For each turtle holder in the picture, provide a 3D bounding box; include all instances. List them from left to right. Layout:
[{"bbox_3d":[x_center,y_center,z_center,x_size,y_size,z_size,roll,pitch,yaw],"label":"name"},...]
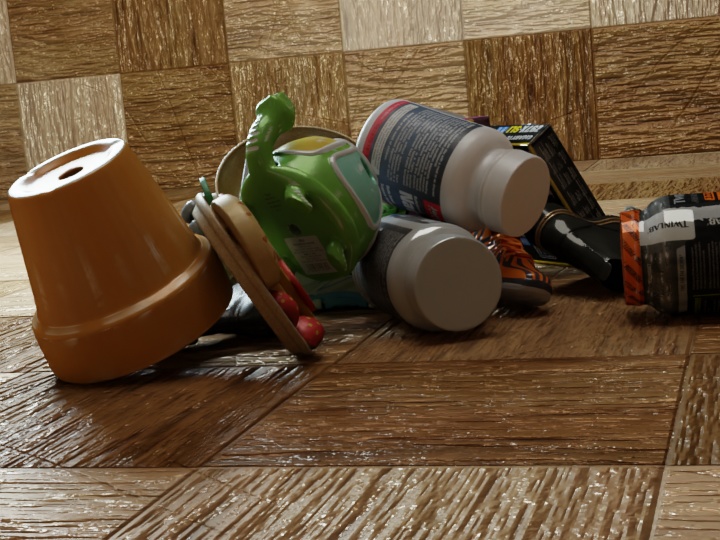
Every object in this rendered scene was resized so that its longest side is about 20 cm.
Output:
[{"bbox_3d":[-0.059,-0.083,1.445,0.132,0.185,0.141,-51,1,-36],"label":"turtle holder"}]

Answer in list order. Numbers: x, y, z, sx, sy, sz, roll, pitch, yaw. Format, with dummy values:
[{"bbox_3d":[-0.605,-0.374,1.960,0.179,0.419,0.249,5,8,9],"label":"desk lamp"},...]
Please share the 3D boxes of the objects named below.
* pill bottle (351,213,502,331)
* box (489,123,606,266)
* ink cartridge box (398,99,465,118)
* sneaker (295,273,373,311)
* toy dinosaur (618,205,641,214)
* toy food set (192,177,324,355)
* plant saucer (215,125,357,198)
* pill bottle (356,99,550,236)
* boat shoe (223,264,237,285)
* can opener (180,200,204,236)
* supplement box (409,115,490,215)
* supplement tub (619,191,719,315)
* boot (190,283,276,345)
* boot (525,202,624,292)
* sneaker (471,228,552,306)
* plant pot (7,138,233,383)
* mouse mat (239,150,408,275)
[{"bbox_3d":[0.069,0.003,1.439,0.113,0.115,0.200,-7,9,-15],"label":"pill bottle"},{"bbox_3d":[0.227,-0.095,1.743,0.049,0.200,0.159,-43,24,-18],"label":"box"},{"bbox_3d":[0.061,-0.126,1.816,0.099,0.201,0.039,10,34,-21],"label":"ink cartridge box"},{"bbox_3d":[0.000,0.000,1.604,0.199,0.087,0.075,-3,7,7],"label":"sneaker"},{"bbox_3d":[0.439,-0.047,1.773,0.199,0.077,0.102,10,28,44],"label":"toy dinosaur"},{"bbox_3d":[-0.100,-0.004,1.343,0.049,0.200,0.198,-36,25,-3],"label":"toy food set"},{"bbox_3d":[-0.074,-0.096,1.642,0.199,0.036,0.201,0,46,0],"label":"plant saucer"},{"bbox_3d":[0.102,-0.109,1.505,0.199,0.120,0.119,23,24,37],"label":"pill bottle"},{"bbox_3d":[-0.216,0.021,1.607,0.199,0.072,0.062,-23,26,18],"label":"boat shoe"},{"bbox_3d":[-0.133,-0.049,1.675,0.199,0.053,0.066,5,-39,-43],"label":"can opener"},{"bbox_3d":[0.099,-0.082,1.686,0.103,0.201,0.131,-4,8,45],"label":"supplement box"},{"bbox_3d":[0.362,-0.018,1.366,0.199,0.123,0.123,-4,8,9],"label":"supplement tub"},{"bbox_3d":[-0.173,0.039,1.495,0.173,0.070,0.200,-6,10,-12],"label":"boot"},{"bbox_3d":[0.301,-0.007,1.594,0.199,0.078,0.138,7,23,-38],"label":"boot"},{"bbox_3d":[0.161,-0.026,1.529,0.077,0.113,0.200,18,-1,-23],"label":"sneaker"},{"bbox_3d":[-0.250,-0.021,1.342,0.199,0.184,0.200,-18,23,8],"label":"plant pot"},{"bbox_3d":[-0.043,-0.066,1.577,0.199,0.162,0.008,9,-35,-5],"label":"mouse mat"}]
